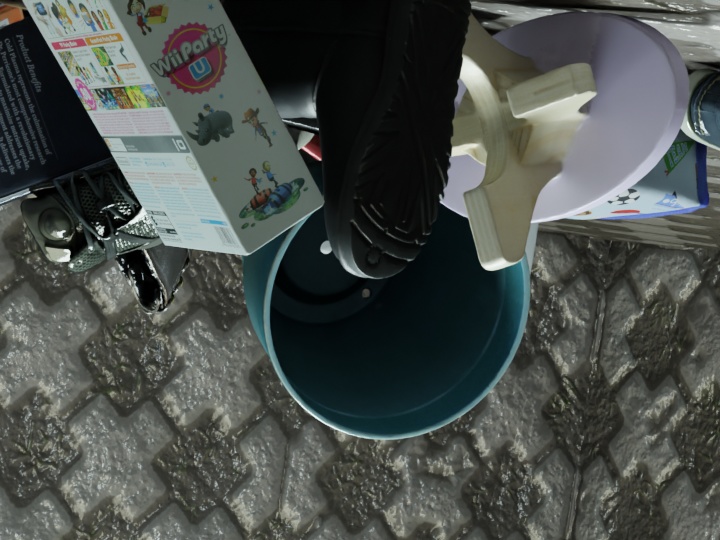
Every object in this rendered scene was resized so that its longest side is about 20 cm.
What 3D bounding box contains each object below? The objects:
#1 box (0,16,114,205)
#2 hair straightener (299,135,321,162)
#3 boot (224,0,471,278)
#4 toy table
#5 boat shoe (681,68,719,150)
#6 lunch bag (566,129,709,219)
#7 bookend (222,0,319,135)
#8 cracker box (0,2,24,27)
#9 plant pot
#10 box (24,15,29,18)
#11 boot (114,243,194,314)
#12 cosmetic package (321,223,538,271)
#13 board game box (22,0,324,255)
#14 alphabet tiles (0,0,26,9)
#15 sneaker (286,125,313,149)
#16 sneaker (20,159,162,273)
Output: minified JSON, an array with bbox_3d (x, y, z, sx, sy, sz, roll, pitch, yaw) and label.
[{"bbox_3d":[-0.273,-0.110,1.752,0.196,0.125,0.200,-20,-176,-10],"label":"box"},{"bbox_3d":[-0.109,-0.134,1.876,0.199,0.041,0.077,31,150,-24],"label":"hair straightener"},{"bbox_3d":[-0.025,-0.095,1.430,0.168,0.201,0.076,3,167,43],"label":"boot"},{"bbox_3d":[0.093,-0.096,1.476,0.200,0.185,0.117,-32,166,33],"label":"toy table"},{"bbox_3d":[0.319,-0.101,1.719,0.199,0.075,0.062,21,-177,-37],"label":"boat shoe"},{"bbox_3d":[0.141,-0.100,1.774,0.169,0.125,0.200,11,169,-29],"label":"lunch bag"},{"bbox_3d":[-0.024,-0.142,1.658,0.198,0.093,0.200,13,-178,-14],"label":"bookend"},{"bbox_3d":[-0.356,-0.160,1.973,0.199,0.135,0.058,8,-150,39],"label":"cracker box"},{"bbox_3d":[0.000,0.000,1.732,0.199,0.201,0.188,9,-168,-20],"label":"plant pot"},{"bbox_3d":[-0.218,-0.152,2.063,0.132,0.115,0.200,9,178,37],"label":"box"},{"bbox_3d":[-0.136,-0.039,1.843,0.069,0.175,0.200,6,148,26],"label":"boot"},{"bbox_3d":[0.041,-0.086,2.099,0.167,0.167,0.199,9,180,-41],"label":"cosmetic package"},{"bbox_3d":[-0.116,-0.112,1.370,0.064,0.201,0.147,-35,-163,-20],"label":"board game box"},{"bbox_3d":[-0.233,-0.210,1.763,0.195,0.015,0.200,10,178,-32],"label":"alphabet tiles"},{"bbox_3d":[-0.078,-0.096,1.767,0.081,0.075,0.200,28,-161,20],"label":"sneaker"},{"bbox_3d":[-0.161,-0.051,1.621,0.114,0.077,0.199,-25,178,-33],"label":"sneaker"}]
